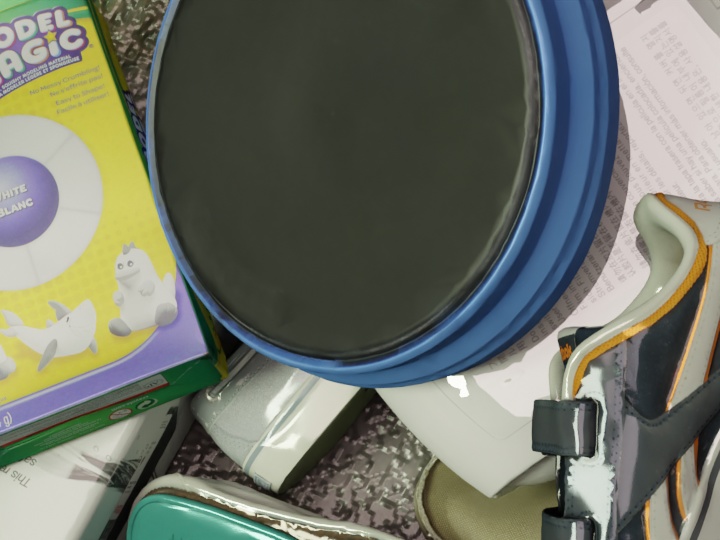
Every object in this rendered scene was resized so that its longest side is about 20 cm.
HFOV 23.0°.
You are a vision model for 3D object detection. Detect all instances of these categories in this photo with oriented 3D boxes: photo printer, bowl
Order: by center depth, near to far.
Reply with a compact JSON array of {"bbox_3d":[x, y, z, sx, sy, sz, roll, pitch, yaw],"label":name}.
[{"bbox_3d":[-0.001,-0.056,0.652,0.200,0.039,0.202,0,90,37],"label":"bowl"},{"bbox_3d":[0.082,-0.020,0.697,0.200,0.069,0.167,-35,77,4],"label":"photo printer"}]

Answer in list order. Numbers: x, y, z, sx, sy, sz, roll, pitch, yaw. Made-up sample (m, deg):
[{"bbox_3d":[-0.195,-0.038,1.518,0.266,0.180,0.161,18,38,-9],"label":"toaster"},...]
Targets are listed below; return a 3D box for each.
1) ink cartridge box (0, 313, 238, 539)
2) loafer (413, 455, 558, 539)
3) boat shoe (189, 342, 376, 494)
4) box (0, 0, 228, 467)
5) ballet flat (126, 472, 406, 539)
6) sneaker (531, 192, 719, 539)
[{"bbox_3d":[-0.152,0.049,0.776,0.144,0.084,0.201,26,78,13],"label":"ink cartridge box"},{"bbox_3d":[0.097,0.112,0.704,0.200,0.068,0.076,25,64,38],"label":"loafer"},{"bbox_3d":[0.000,0.001,0.776,0.071,0.070,0.201,37,85,10],"label":"boat shoe"},{"bbox_3d":[-0.141,-0.030,0.731,0.117,0.048,0.201,-22,70,0],"label":"box"},{"bbox_3d":[-0.003,0.131,0.736,0.199,0.069,0.070,20,78,22],"label":"ballet flat"},{"bbox_3d":[0.092,0.068,0.616,0.079,0.078,0.201,25,82,-3],"label":"sneaker"}]
